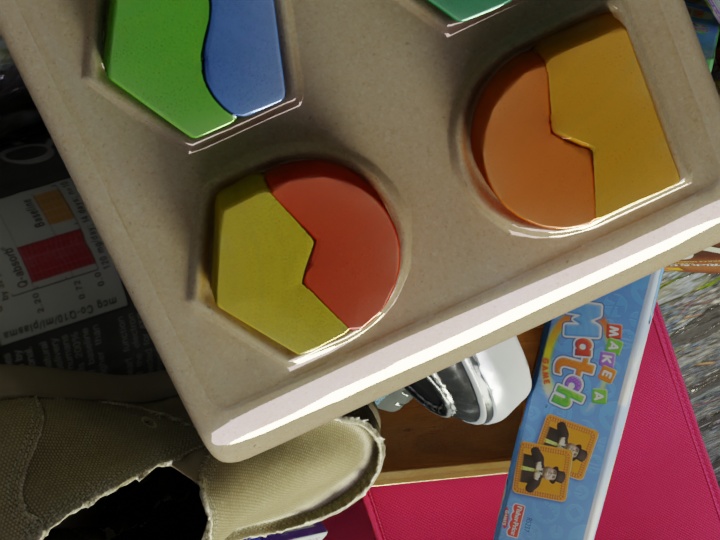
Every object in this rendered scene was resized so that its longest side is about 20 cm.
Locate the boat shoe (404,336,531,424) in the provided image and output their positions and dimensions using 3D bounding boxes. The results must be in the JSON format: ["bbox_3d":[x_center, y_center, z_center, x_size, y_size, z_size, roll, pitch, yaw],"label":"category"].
[{"bbox_3d":[-0.024,-0.008,0.747,0.068,0.200,0.072,-50,-150,-15],"label":"boat shoe"}]

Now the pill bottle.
[{"bbox_3d":[-0.114,0.013,0.808,0.200,0.116,0.116,-18,164,-27],"label":"pill bottle"}]

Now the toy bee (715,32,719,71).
[{"bbox_3d":[0.250,-0.122,1.011,0.200,0.109,0.131,12,158,-26],"label":"toy bee"}]

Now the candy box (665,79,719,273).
[{"bbox_3d":[0.134,-0.039,1.074,0.117,0.057,0.200,1,173,15],"label":"candy box"}]

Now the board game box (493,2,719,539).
[{"bbox_3d":[0.089,0.007,0.847,0.037,0.200,0.151,15,-166,6],"label":"board game box"}]

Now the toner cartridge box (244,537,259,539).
[{"bbox_3d":[-0.083,0.078,0.898,0.043,0.200,0.095,-32,124,24],"label":"toner cartridge box"}]

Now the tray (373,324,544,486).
[{"bbox_3d":[0.015,0.051,1.108,0.200,0.099,0.037,-3,176,-25],"label":"tray"}]

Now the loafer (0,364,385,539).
[{"bbox_3d":[-0.064,0.073,0.758,0.200,0.067,0.076,-1,137,-44],"label":"loafer"}]

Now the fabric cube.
[{"bbox_3d":[0.048,0.119,1.244,0.199,0.196,0.200,-18,177,-28],"label":"fabric cube"}]

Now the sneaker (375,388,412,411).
[{"bbox_3d":[0.000,0.000,0.884,0.082,0.073,0.200,12,152,-10],"label":"sneaker"}]

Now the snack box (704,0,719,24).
[{"bbox_3d":[0.238,-0.100,0.813,0.200,0.169,0.068,-34,-176,-1],"label":"snack box"}]

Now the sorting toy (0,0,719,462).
[{"bbox_3d":[0.006,-0.053,0.678,0.185,0.200,0.036,-25,-154,-1],"label":"sorting toy"}]

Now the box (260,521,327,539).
[{"bbox_3d":[-0.122,0.151,0.962,0.200,0.039,0.137,-4,137,-49],"label":"box"}]
